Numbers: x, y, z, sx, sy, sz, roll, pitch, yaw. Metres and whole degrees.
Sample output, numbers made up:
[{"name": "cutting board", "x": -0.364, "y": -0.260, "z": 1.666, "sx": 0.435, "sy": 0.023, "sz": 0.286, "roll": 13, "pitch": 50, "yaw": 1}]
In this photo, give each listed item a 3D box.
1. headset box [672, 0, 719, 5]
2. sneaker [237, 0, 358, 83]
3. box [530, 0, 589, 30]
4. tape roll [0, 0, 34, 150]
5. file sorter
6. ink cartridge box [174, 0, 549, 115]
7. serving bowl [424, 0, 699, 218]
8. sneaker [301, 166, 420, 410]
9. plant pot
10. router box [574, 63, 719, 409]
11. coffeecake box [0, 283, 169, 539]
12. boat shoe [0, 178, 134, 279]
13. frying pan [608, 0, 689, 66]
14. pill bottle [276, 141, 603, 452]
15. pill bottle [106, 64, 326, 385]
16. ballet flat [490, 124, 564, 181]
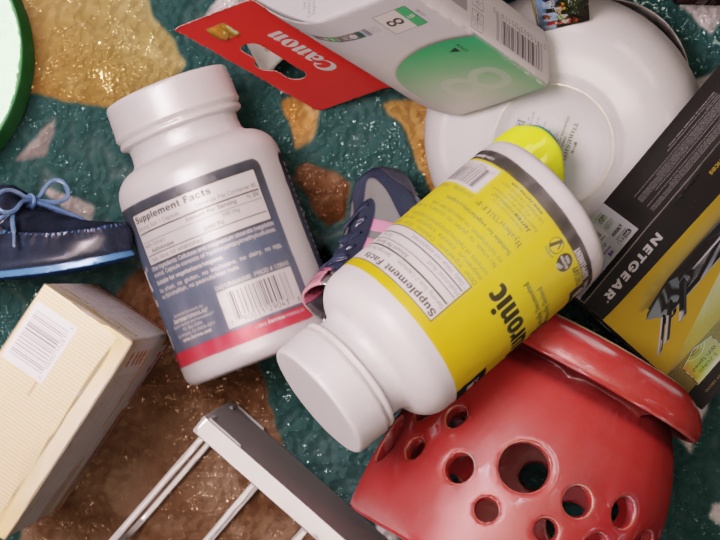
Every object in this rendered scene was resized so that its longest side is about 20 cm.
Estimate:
[{"name": "headset box", "x": 0.299, "y": -0.258, "z": 1.614, "sx": 0.199, "sy": 0.075, "sz": 0.150, "roll": 3, "pitch": 90, "yaw": 3}, {"name": "sneaker", "x": 0.013, "y": -0.179, "z": 1.631, "sx": 0.199, "sy": 0.074, "sz": 0.089, "roll": -5, "pitch": 112, "yaw": 16}, {"name": "box", "x": 0.111, "y": -0.281, "z": 1.558, "sx": 0.037, "sy": 0.137, "sz": 0.201, "roll": -13, "pitch": 64, "yaw": 2}, {"name": "tape roll", "x": -0.335, "y": -0.152, "z": 1.662, "sx": 0.199, "sy": 0.048, "sz": 0.202, "roll": 0, "pitch": 89, "yaw": 4}, {"name": "file sorter", "x": -0.061, "y": 0.206, "z": 1.601, "sx": 0.200, "sy": 0.139, "sz": 0.125, "roll": 41, "pitch": 94, "yaw": 3}, {"name": "ink cartridge box", "x": 0.001, "y": -0.143, "z": 1.548, "sx": 0.199, "sy": 0.161, "sz": 0.050, "roll": -19, "pitch": 60, "yaw": 34}, {"name": "serving bowl", "x": 0.136, "y": -0.090, "z": 1.604, "sx": 0.199, "sy": 0.066, "sz": 0.201, "roll": 2, "pitch": 100, "yaw": 13}, {"name": "sneaker", "x": 0.000, "y": 0.000, "z": 1.574, "sx": 0.082, "sy": 0.201, "sz": 0.070, "roll": 14, "pitch": 133, "yaw": -22}, {"name": "plant pot", "x": 0.120, "y": 0.128, "z": 1.561, "sx": 0.200, "sy": 0.200, "sz": 0.183, "roll": 29, "pitch": 88, "yaw": 3}, {"name": "router box", "x": 0.243, "y": -0.026, "z": 1.583, "sx": 0.200, "sy": 0.052, "sz": 0.157, "roll": -50, "pitch": 129, "yaw": 2}, {"name": "coffeecake box", "x": -0.209, "y": 0.090, "z": 1.577, "sx": 0.073, "sy": 0.200, "sz": 0.154, "roll": 33, "pitch": 91, "yaw": 3}, {"name": "boat shoe", "x": -0.250, "y": -0.028, "z": 1.614, "sx": 0.199, "sy": 0.084, "sz": 0.069, "roll": -3, "pitch": 90, "yaw": 23}, {"name": "frying pan", "x": 0.203, "y": -0.109, "z": 1.635, "sx": 0.190, "sy": 0.031, "sz": 0.115, "roll": 39, "pitch": 102, "yaw": 0}, {"name": "pill bottle", "x": 0.047, "y": 0.020, "z": 1.463, "sx": 0.200, "sy": 0.111, "sz": 0.111, "roll": -39, "pitch": 88, "yaw": -14}, {"name": "pill bottle", "x": -0.099, "y": -0.033, "z": 1.612, "sx": 0.119, "sy": 0.120, "sz": 0.201, "roll": -21, "pitch": 88, "yaw": 3}, {"name": "ballet flat", "x": 0.076, "y": -0.011, "z": 1.581, "sx": 0.067, "sy": 0.067, "sz": 0.200, "roll": 35, "pitch": 128, "yaw": 3}]
